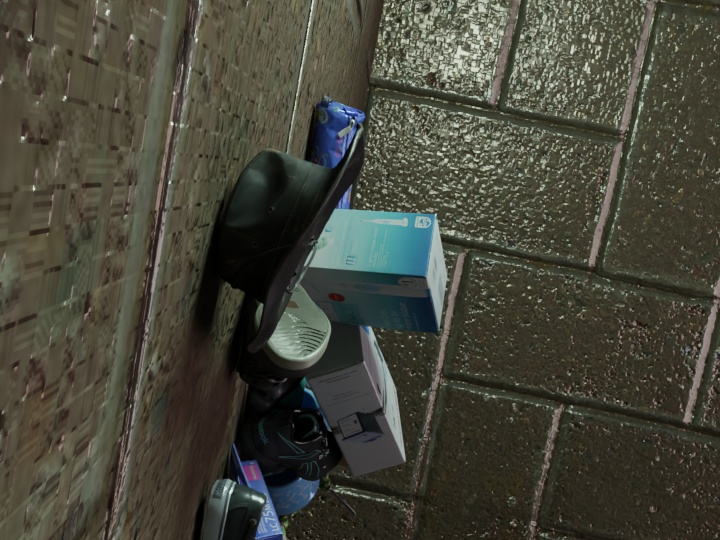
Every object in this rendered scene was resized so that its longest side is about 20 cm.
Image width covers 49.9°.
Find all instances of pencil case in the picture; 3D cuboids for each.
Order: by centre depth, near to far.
[{"bbox_3d":[-0.043,-0.150,1.151,0.087,0.076,0.205,29,-68,60],"label":"pencil case"}]

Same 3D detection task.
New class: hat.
[{"bbox_3d":[-0.069,-0.039,0.625,0.204,0.080,0.201,-63,179,-3],"label":"hat"}]

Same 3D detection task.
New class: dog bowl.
[{"bbox_3d":[-0.109,0.257,1.141,0.202,0.109,0.050,-79,166,-46],"label":"dog bowl"}]

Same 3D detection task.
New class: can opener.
[{"bbox_3d":[-0.105,0.130,1.067,0.053,0.067,0.200,-47,173,19],"label":"can opener"}]

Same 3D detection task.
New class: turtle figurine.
[{"bbox_3d":[-0.104,0.417,1.358,0.201,0.143,0.195,52,-7,31],"label":"turtle figurine"}]

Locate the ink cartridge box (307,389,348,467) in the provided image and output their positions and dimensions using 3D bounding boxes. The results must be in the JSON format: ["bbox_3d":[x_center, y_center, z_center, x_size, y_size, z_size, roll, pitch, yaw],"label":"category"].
[{"bbox_3d":[-0.063,0.286,1.398,0.166,0.195,0.077,102,1,-61],"label":"ink cartridge box"}]

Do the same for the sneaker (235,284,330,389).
[{"bbox_3d":[-0.079,0.085,0.762,0.200,0.073,0.109,-121,-138,-70],"label":"sneaker"}]

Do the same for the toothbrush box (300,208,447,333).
[{"bbox_3d":[0.000,0.000,0.950,0.147,0.195,0.087,71,28,-58],"label":"toothbrush box"}]

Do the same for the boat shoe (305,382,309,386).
[{"bbox_3d":[-0.063,0.115,1.278,0.202,0.067,0.058,-94,-165,-55],"label":"boat shoe"}]

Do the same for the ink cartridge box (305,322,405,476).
[{"bbox_3d":[-0.008,0.156,1.063,0.148,0.084,0.203,-97,167,-53],"label":"ink cartridge box"}]

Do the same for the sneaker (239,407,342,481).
[{"bbox_3d":[-0.069,0.224,1.008,0.199,0.078,0.077,27,39,-56],"label":"sneaker"}]

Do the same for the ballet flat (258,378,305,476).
[{"bbox_3d":[-0.123,0.207,1.106,0.202,0.071,0.074,-88,-173,-49],"label":"ballet flat"}]

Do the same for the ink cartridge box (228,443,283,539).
[{"bbox_3d":[-0.131,0.318,0.914,0.120,0.041,0.204,-128,-140,-53],"label":"ink cartridge box"}]

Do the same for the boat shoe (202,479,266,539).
[{"bbox_3d":[-0.136,0.308,0.805,0.069,0.055,0.204,-78,179,-63],"label":"boat shoe"}]
